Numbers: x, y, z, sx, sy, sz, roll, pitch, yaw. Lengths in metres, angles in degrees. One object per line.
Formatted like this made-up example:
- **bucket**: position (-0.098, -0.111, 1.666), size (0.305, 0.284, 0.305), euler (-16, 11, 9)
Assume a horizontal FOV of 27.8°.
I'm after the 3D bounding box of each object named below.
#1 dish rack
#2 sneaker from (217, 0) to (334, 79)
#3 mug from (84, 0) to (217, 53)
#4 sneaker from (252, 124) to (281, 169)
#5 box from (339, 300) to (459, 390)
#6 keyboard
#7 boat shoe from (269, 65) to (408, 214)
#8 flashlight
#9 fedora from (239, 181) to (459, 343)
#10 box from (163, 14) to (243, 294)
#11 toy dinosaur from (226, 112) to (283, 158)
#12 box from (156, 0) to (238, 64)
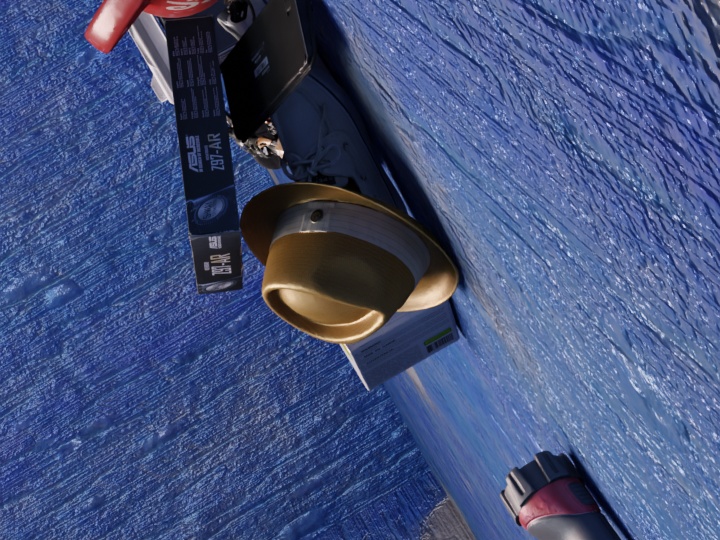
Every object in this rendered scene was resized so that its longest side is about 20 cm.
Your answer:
- **dish rack**: position (-0.227, -0.244, 1.569), size (0.172, 0.044, 0.200), euler (61, 177, -8)
- **sneaker**: position (-0.061, -0.163, 1.323), size (0.200, 0.071, 0.073), euler (60, 176, -4)
- **mug**: position (-0.156, -0.268, 1.223), size (0.200, 0.133, 0.178), euler (-159, 76, -77)
- **sneaker**: position (-0.126, -0.229, 1.822), size (0.115, 0.076, 0.201), euler (-111, 4, -47)
- **box**: position (0.000, 0.000, 1.467), size (0.200, 0.112, 0.101), euler (59, 176, 28)
- **keyboard**: position (-0.080, -0.193, 1.210), size (0.200, 0.021, 0.127), euler (149, 111, -64)
- **boat shoe**: position (-0.032, -0.087, 1.264), size (0.202, 0.075, 0.086), euler (60, -149, -21)
- **flashlight**: position (0.185, 0.236, 1.147), size (0.200, 0.068, 0.068), euler (58, 175, 36)
- **fedora**: position (-0.019, 0.007, 1.233), size (0.200, 0.082, 0.201), euler (16, 151, 9)
- **box**: position (-0.135, -0.097, 1.271), size (0.160, 0.043, 0.200), euler (102, 161, -72)
- **toy dinosaur**: position (-0.082, -0.153, 1.603), size (0.136, 0.102, 0.200), euler (30, 132, 49)
- **box**: position (-0.178, -0.309, 1.518), size (0.200, 0.104, 0.182), euler (60, 178, -5)
